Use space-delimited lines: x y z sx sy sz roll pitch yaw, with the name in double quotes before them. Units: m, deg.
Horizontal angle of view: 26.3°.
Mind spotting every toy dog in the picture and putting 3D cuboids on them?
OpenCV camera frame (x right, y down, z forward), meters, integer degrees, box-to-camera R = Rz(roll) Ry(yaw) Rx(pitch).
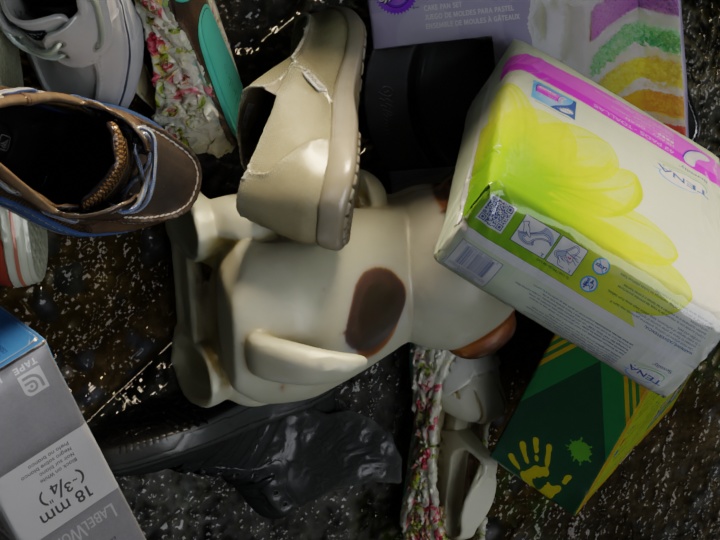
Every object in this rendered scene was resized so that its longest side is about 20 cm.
"toy dog" 0.000 0.000 0.902 0.199 0.194 0.141 -11 102 -23

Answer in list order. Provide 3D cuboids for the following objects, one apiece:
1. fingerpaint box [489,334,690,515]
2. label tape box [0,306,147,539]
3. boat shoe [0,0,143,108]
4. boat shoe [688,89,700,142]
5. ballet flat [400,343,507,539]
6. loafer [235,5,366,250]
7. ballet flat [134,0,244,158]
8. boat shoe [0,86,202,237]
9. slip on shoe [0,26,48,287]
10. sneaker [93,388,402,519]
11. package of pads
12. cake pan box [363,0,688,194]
"fingerpaint box" 0.184 0.044 1.029 0.200 0.073 0.168 -31 149 -56
"label tape box" -0.181 0.111 0.834 0.063 0.144 0.201 -34 121 -21
"boat shoe" -0.159 -0.142 0.781 0.201 0.073 0.067 89 24 -46
"boat shoe" 0.189 -0.142 1.060 0.070 0.066 0.200 -50 125 -11
"ballet flat" 0.070 0.109 1.049 0.075 0.064 0.201 -10 109 -37
"loafer" -0.035 -0.090 0.866 0.068 0.201 0.076 7 126 -6
"ballet flat" -0.113 -0.148 0.842 0.076 0.063 0.201 -72 154 -56
"boat shoe" -0.141 -0.051 0.772 0.199 0.072 0.073 6 95 -54
"slip on shoe" -0.208 -0.087 0.806 0.061 0.074 0.201 -5 105 0
"sneaker" -0.067 0.118 0.967 0.199 0.060 0.105 -21 114 -29
"package of pads" 0.128 -0.033 0.856 0.154 0.200 0.068 30 122 -7
"cake pan box" 0.102 -0.115 0.960 0.198 0.052 0.185 -3 110 8
